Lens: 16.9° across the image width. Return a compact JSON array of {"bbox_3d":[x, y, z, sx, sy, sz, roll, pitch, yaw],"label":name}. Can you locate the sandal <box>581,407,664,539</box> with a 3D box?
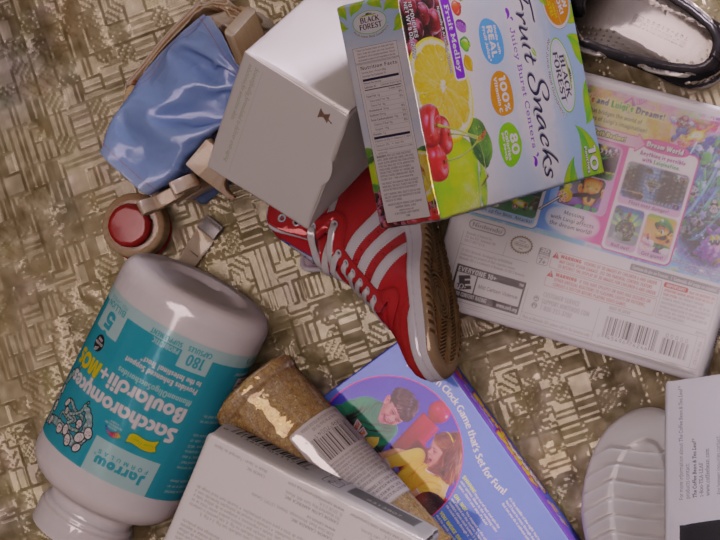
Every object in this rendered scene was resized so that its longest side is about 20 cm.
[{"bbox_3d":[0.195,0.194,1.630,0.082,0.050,0.203,-10,72,19],"label":"sandal"}]

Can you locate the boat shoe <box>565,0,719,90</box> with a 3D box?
[{"bbox_3d":[0.158,-0.180,1.649,0.200,0.060,0.074,30,93,11],"label":"boat shoe"}]

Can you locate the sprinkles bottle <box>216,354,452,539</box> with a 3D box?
[{"bbox_3d":[-0.008,0.149,1.617,0.068,0.068,0.200,-43,80,6],"label":"sprinkles bottle"}]

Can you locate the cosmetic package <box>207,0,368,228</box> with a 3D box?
[{"bbox_3d":[-0.006,-0.131,1.600,0.085,0.200,0.108,33,132,11],"label":"cosmetic package"}]

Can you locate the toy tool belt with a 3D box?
[{"bbox_3d":[-0.122,-0.094,1.670,0.125,0.123,0.200,39,95,11],"label":"toy tool belt"}]

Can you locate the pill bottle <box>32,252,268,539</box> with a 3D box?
[{"bbox_3d":[-0.152,0.097,1.668,0.111,0.111,0.200,29,100,11],"label":"pill bottle"}]

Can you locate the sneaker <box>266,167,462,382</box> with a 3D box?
[{"bbox_3d":[0.000,0.000,1.645,0.112,0.071,0.200,-18,55,12],"label":"sneaker"}]

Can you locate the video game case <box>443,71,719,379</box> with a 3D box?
[{"bbox_3d":[0.163,-0.038,1.652,0.200,0.024,0.182,16,90,18],"label":"video game case"}]

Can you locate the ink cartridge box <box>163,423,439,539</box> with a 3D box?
[{"bbox_3d":[-0.061,0.223,1.575,0.162,0.057,0.200,25,102,14],"label":"ink cartridge box"}]

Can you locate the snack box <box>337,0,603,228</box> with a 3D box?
[{"bbox_3d":[0.074,-0.113,1.555,0.053,0.200,0.142,-7,96,37],"label":"snack box"}]

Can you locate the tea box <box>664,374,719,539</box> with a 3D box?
[{"bbox_3d":[0.270,0.196,1.497,0.134,0.197,0.200,-8,45,16],"label":"tea box"}]

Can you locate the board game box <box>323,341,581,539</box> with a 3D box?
[{"bbox_3d":[0.048,0.157,1.663,0.134,0.045,0.200,-36,81,8],"label":"board game box"}]
